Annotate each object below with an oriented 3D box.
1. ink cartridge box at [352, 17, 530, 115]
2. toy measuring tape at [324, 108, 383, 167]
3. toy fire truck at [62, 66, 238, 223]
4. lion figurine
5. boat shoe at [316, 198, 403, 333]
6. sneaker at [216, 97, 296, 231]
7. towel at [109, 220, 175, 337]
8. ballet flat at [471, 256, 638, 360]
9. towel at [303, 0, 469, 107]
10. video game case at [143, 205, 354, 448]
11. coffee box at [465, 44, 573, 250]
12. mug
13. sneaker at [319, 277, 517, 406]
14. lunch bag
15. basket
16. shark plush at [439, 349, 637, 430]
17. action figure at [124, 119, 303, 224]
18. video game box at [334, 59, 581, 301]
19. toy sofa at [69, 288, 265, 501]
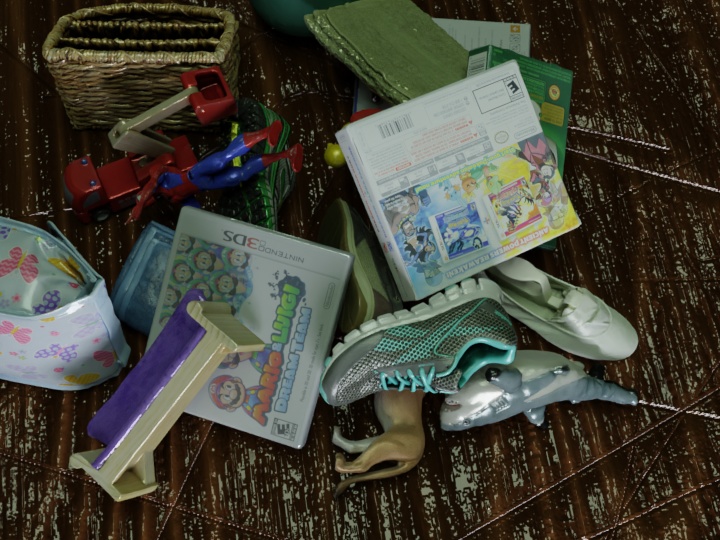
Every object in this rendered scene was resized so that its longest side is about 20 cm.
[{"bbox_3d":[0.093,-0.200,1.352,0.200,0.047,0.198,3,66,4],"label":"ink cartridge box"},{"bbox_3d":[0.045,-0.149,1.281,0.200,0.074,0.074,-20,65,-25],"label":"toy measuring tape"},{"bbox_3d":[-0.228,-0.131,1.258,0.200,0.141,0.049,-22,66,-10],"label":"toy fire truck"},{"bbox_3d":[0.037,0.133,1.183,0.122,0.072,0.200,8,78,-7],"label":"lion figurine"},{"bbox_3d":[0.000,0.000,1.222,0.066,0.072,0.201,16,30,-21],"label":"boat shoe"},{"bbox_3d":[-0.100,-0.084,1.274,0.078,0.085,0.200,-9,75,42],"label":"sneaker"},{"bbox_3d":[-0.156,0.037,1.218,0.200,0.049,0.112,25,84,11],"label":"towel"},{"bbox_3d":[0.197,0.032,1.227,0.200,0.069,0.069,27,67,12],"label":"ballet flat"},{"bbox_3d":[0.047,-0.236,1.294,0.148,0.037,0.200,-24,58,-38],"label":"towel"},{"bbox_3d":[-0.117,0.055,1.169,0.182,0.024,0.200,16,96,11],"label":"video game case"},{"bbox_3d":[0.160,-0.128,1.252,0.123,0.044,0.200,9,84,-33],"label":"coffee box"},{"bbox_3d":[-0.057,-0.362,1.386,0.152,0.114,0.185,10,58,11],"label":"mug"},{"bbox_3d":[0.058,0.083,1.106,0.200,0.078,0.091,-27,51,-3],"label":"sneaker"},{"bbox_3d":[-0.331,0.031,1.164,0.200,0.170,0.127,13,61,9],"label":"lunch bag"},{"bbox_3d":[-0.236,-0.250,1.315,0.200,0.149,0.143,1,64,1],"label":"basket"},{"bbox_3d":[0.178,0.121,1.191,0.200,0.091,0.083,-1,106,-24],"label":"shark plush"},{"bbox_3d":[-0.161,-0.080,1.208,0.200,0.065,0.099,-14,46,32],"label":"action figure"},{"bbox_3d":[0.099,-0.090,1.169,0.200,0.047,0.182,-23,92,-19],"label":"video game box"},{"bbox_3d":[-0.193,0.114,1.128,0.098,0.083,0.200,40,98,13],"label":"toy sofa"}]
